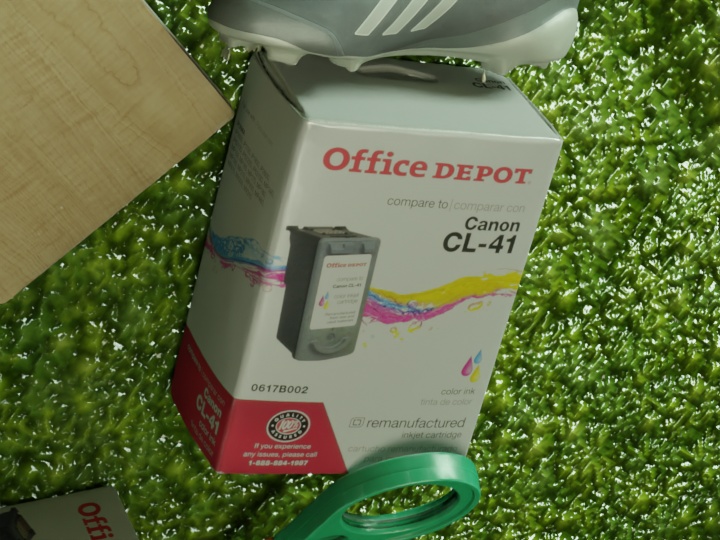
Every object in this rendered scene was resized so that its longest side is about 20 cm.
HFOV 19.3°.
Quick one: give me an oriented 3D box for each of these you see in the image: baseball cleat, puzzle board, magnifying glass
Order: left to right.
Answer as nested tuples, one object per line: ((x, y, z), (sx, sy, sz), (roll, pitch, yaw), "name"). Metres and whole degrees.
((-0.172, -0.094, 0.984), (0.150, 0.017, 0.200), (-38, 126, 3), "puzzle board")
((-0.024, 0.142, 1.131), (0.199, 0.023, 0.079), (-29, 149, 27), "magnifying glass")
((0.021, -0.147, 1.014), (0.199, 0.070, 0.107), (-2, 113, -34), "baseball cleat")

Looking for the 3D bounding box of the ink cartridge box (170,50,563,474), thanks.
((0.000, 0.000, 1.073), (0.147, 0.086, 0.201), (2, 119, -25), "ink cartridge box")

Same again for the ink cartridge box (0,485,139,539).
((-0.197, 0.195, 1.063), (0.199, 0.145, 0.085), (-10, 121, -18), "ink cartridge box")
